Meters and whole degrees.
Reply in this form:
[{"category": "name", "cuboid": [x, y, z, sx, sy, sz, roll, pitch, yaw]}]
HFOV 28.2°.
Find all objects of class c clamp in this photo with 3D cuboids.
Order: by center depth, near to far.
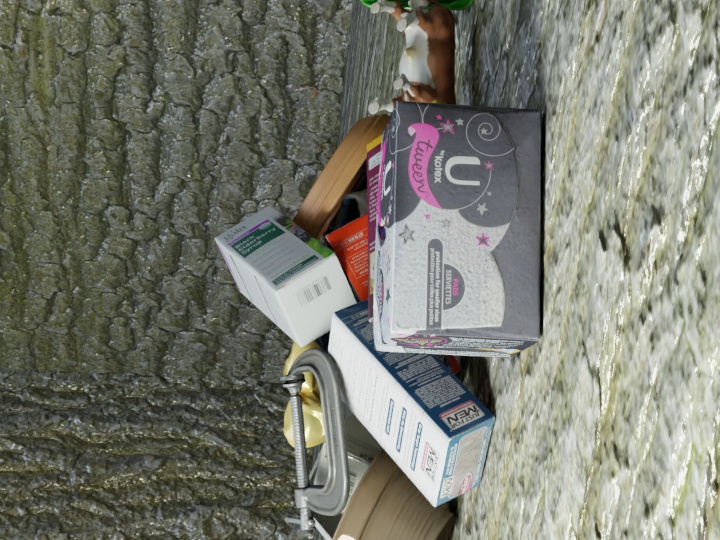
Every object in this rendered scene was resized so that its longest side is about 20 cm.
[{"category": "c clamp", "cuboid": [-0.057, 0.181, 1.518, 0.171, 0.027, 0.201, 179, 88, -64]}]

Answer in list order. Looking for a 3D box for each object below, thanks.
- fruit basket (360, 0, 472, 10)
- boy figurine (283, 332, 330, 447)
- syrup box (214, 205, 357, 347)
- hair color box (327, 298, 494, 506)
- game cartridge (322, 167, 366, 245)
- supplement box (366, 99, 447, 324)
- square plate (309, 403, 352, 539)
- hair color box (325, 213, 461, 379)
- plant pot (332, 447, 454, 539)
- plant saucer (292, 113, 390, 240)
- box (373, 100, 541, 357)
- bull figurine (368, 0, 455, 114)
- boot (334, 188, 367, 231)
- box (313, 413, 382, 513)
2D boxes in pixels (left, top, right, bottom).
[{"category": "fruit basket", "cuboid": [0.056, -0.397, 1.611, 0.216, 0.155, 0.217, 4, -90, -81]}, {"category": "boy figurine", "cuboid": [-0.052, 0.117, 1.653, 0.201, 0.064, 0.125, -83, -17, -49]}, {"category": "syrup box", "cuboid": [-0.084, 0.003, 1.593, 0.200, 0.079, 0.082, 37, 155, 58]}, {"category": "hair color box", "cuboid": [0.045, 0.128, 1.429, 0.200, 0.060, 0.100, 47, 144, 36]}, {"category": "game cartridge", "cuboid": [0.028, -0.074, 1.775, 0.200, 0.041, 0.133, -58, -34, -17]}, {"category": "supplement box", "cuboid": [0.071, -0.046, 1.385, 0.110, 0.085, 0.201, -29, 51, 44]}, {"category": "square plate", "cuboid": [-0.001, 0.271, 1.696, 0.200, 0.028, 0.198, 57, -146, -26]}, {"category": "hair color box", "cuboid": [0.035, 0.047, 1.552, 0.201, 0.061, 0.102, 60, 174, 17]}, {"category": "plant pot", "cuboid": [0.039, 0.290, 1.540, 0.201, 0.092, 0.201, -56, -20, -32]}, {"category": "plant saucer", "cuboid": [-0.028, -0.105, 1.704, 0.201, 0.037, 0.200, -58, 0, 0]}, {"category": "box", "cuboid": [0.082, -0.033, 1.232, 0.115, 0.131, 0.201, 119, 153, -77]}, {"category": "bull figurine", "cuboid": [0.068, -0.208, 1.570, 0.065, 0.121, 0.201, -15, 70, 38]}, {"category": "boot", "cuboid": [0.000, 0.000, 1.684, 0.073, 0.095, 0.201, 14, 104, 40]}, {"category": "box", "cuboid": [0.021, 0.198, 1.643, 0.200, 0.068, 0.083, -41, -31, -56]}]
